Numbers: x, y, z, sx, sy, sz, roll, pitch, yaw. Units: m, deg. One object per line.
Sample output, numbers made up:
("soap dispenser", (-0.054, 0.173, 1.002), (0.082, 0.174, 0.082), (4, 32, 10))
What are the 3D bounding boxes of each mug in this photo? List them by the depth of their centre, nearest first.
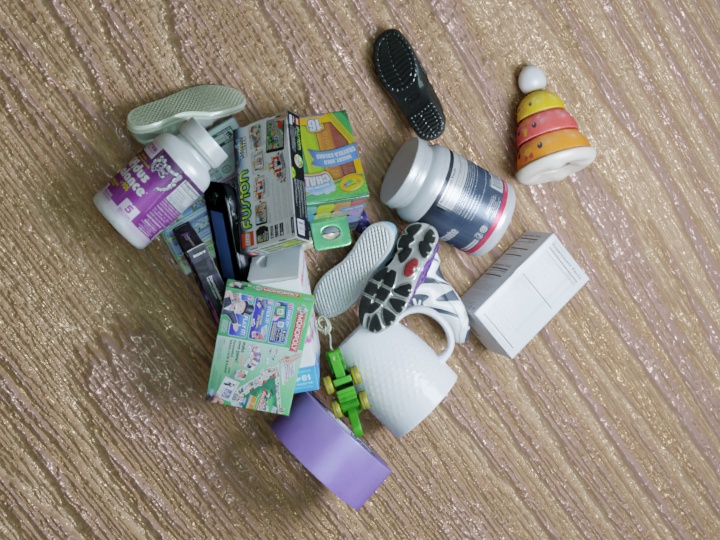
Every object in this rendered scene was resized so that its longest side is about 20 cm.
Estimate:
("mug", (0.068, 0.147, 1.744), (0.175, 0.148, 0.200), (45, 102, -1))

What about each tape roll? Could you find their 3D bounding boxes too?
("tape roll", (-0.048, 0.289, 1.699), (0.085, 0.200, 0.200), (-46, 105, -5))

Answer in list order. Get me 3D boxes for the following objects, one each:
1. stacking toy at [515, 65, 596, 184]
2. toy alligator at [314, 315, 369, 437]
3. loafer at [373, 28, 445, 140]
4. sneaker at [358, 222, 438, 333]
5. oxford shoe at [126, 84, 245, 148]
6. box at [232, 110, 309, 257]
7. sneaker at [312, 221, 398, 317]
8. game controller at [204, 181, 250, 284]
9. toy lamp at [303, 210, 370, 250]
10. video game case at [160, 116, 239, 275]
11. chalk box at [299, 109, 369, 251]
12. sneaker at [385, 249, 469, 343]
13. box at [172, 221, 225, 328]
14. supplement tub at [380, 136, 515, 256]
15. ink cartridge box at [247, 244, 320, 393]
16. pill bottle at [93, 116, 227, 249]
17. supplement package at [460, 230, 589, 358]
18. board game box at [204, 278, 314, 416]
("stacking toy", (0.317, -0.261, 1.828), (0.145, 0.146, 0.202), (-13, 79, -15))
("toy alligator", (-0.032, 0.170, 1.690), (0.059, 0.054, 0.202), (-18, 85, -2))
("loafer", (0.084, -0.311, 1.770), (0.072, 0.071, 0.202), (-24, 90, 17))
("sneaker", (0.074, 0.021, 1.705), (0.080, 0.084, 0.201), (30, 78, 28))
("oxford shoe", (-0.277, -0.245, 1.666), (0.198, 0.075, 0.058), (-21, 142, -22))
("box", (-0.137, -0.131, 1.588), (0.035, 0.109, 0.202), (17, 64, -56))
("sneaker", (0.000, 0.000, 1.755), (0.074, 0.082, 0.200), (47, 110, 10))
("game controller", (-0.210, -0.041, 1.650), (0.042, 0.104, 0.202), (-17, 105, -32))
("toy lamp", (-0.081, -0.049, 1.739), (0.198, 0.058, 0.059), (-25, 101, -15))
("video game case", (-0.247, -0.121, 1.700), (0.199, 0.022, 0.183), (-32, 103, -13))
("chalk box", (-0.065, -0.132, 1.662), (0.123, 0.124, 0.202), (-10, 69, -16))
("sneaker", (0.096, 0.054, 1.790), (0.129, 0.079, 0.201), (-28, 102, -12))
("box", (-0.231, 0.032, 1.637), (0.036, 0.143, 0.202), (-25, 111, -11))
("supplement tub", (0.147, -0.124, 1.759), (0.199, 0.140, 0.142), (27, 87, -17))
("ink cartridge box", (-0.118, 0.074, 1.658), (0.084, 0.145, 0.202), (-9, 115, 2))
("pill bottle", (-0.303, -0.138, 1.606), (0.200, 0.112, 0.112), (-44, 105, -3))
("supplement package", (0.279, 0.039, 1.828), (0.200, 0.109, 0.114), (-44, 105, -9))
("board game box", (-0.154, 0.119, 1.581), (0.133, 0.029, 0.202), (11, 114, -8))
